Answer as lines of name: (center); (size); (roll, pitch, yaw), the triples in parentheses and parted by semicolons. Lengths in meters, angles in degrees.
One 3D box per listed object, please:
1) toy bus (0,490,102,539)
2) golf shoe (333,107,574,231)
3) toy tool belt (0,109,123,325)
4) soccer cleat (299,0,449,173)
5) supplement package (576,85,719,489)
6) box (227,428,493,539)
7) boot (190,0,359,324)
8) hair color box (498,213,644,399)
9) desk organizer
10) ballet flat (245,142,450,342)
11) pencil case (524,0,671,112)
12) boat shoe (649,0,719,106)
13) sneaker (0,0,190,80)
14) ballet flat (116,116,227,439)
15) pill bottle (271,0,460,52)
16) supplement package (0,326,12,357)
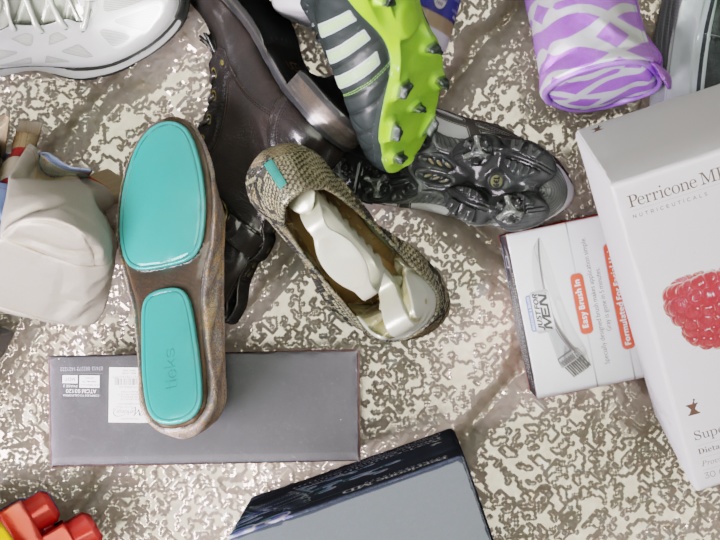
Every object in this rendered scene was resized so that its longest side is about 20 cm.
toy bus: (-0.255, 0.202, 1.222); (0.192, 0.200, 0.136); (-29, 90, -7)
golf shoe: (0.048, -0.071, 1.279); (0.200, 0.094, 0.078); (24, 100, 26)
toy tool belt: (-0.245, -0.043, 1.229); (0.199, 0.123, 0.125); (14, 129, -8)
soccer cleat: (0.003, -0.144, 1.168); (0.081, 0.200, 0.068); (29, 59, 31)
supplement package: (0.219, 0.004, 1.158); (0.121, 0.120, 0.201); (-18, 109, 3)
box: (0.009, 0.179, 1.211); (0.148, 0.200, 0.107); (-19, 90, 0)
boot: (-0.100, -0.087, 1.275); (0.174, 0.069, 0.200); (-48, 65, 17)
hair color box: (0.200, 0.009, 1.278); (0.199, 0.064, 0.111); (-11, 91, -1)
desk organizer: (-0.099, 0.089, 1.274); (0.199, 0.077, 0.072); (-1, 89, 1)
ballet flat: (0.000, 0.000, 1.224); (0.068, 0.075, 0.200); (-39, 128, 7)
pencil case: (0.143, -0.203, 1.249); (0.085, 0.084, 0.201); (-11, 77, 16)
boat shoe: (0.229, -0.129, 1.261); (0.071, 0.072, 0.201); (10, 74, -4)
sneaker: (-0.215, -0.162, 1.237); (0.200, 0.115, 0.076); (-9, 85, 14)
ballet flat: (-0.113, 0.007, 1.215); (0.068, 0.067, 0.201); (-3, 79, 16)
pill bottle: (0.024, -0.248, 1.252); (0.119, 0.120, 0.201); (15, 90, 1)
supplement package: (-0.348, 0.045, 1.255); (0.200, 0.121, 0.120); (29, 91, 0)
